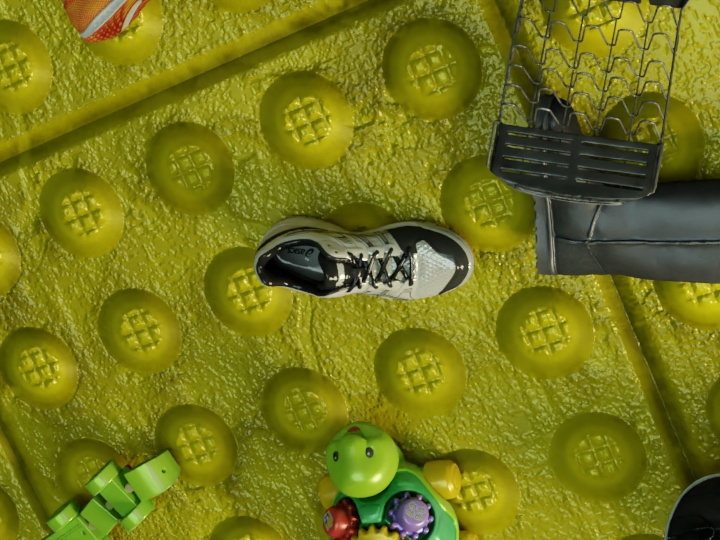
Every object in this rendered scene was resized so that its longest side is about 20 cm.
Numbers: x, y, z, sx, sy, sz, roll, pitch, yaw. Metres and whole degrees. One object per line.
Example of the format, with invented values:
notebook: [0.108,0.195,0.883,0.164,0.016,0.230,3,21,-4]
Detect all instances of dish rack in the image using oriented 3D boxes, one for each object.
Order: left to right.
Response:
dish rack: [0.179,-0.155,1.216,0.152,0.055,0.202,8,79,14]

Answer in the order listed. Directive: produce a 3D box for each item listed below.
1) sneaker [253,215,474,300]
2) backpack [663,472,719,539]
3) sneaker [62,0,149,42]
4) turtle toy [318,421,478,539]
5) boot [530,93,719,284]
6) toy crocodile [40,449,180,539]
sneaker: [0.000,0.000,1.360,0.198,0.088,0.076,2,109,16]
backpack: [0.358,0.259,1.292,0.198,0.178,0.151,-1,140,19]
sneaker: [-0.190,-0.279,1.326,0.199,0.073,0.077,-33,88,23]
turtle toy: [0.022,0.230,1.432,0.145,0.101,0.201,-10,107,21]
boot: [0.245,-0.067,1.266,0.198,0.066,0.166,3,119,20]
toy crocodile: [-0.261,0.244,1.559,0.068,0.062,0.200,46,121,-3]
